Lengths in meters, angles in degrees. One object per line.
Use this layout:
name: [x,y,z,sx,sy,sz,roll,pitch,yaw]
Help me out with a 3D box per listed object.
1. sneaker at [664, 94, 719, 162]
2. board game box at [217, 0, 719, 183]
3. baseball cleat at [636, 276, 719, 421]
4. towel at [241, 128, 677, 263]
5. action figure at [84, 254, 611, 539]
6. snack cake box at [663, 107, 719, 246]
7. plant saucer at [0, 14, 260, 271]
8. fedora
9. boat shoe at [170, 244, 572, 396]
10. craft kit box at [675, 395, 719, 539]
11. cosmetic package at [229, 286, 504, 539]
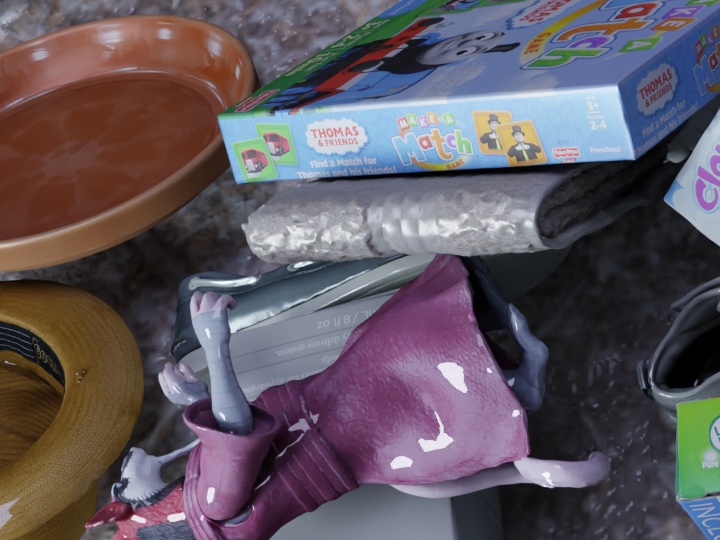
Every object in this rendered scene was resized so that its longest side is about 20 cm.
sneaker: [0.154,-0.137,1.190,0.200,0.089,0.079,-53,21,25]
board game box: [0.063,-0.083,1.133,0.200,0.037,0.151,-1,24,38]
baseball cleat: [0.210,0.016,1.118,0.200,0.106,0.070,-29,68,15]
towel: [0.049,-0.033,1.144,0.132,0.200,0.035,-4,100,26]
action figure: [-0.017,0.073,1.117,0.200,0.134,0.149,-33,83,0]
snack cake box: [0.213,-0.089,1.104,0.067,0.115,0.200,39,42,9]
plant saucer: [-0.143,-0.059,1.337,0.200,0.032,0.200,-14,33,9]
fedora: [-0.183,0.089,1.260,0.200,0.082,0.201,-12,36,9]
boat shoe: [0.000,0.000,1.251,0.200,0.073,0.062,-23,60,20]
craft kit box: [0.239,0.092,1.004,0.197,0.200,0.049,-8,59,22]
cosmetic package: [0.004,0.119,1.175,0.107,0.090,0.200,-15,55,14]
